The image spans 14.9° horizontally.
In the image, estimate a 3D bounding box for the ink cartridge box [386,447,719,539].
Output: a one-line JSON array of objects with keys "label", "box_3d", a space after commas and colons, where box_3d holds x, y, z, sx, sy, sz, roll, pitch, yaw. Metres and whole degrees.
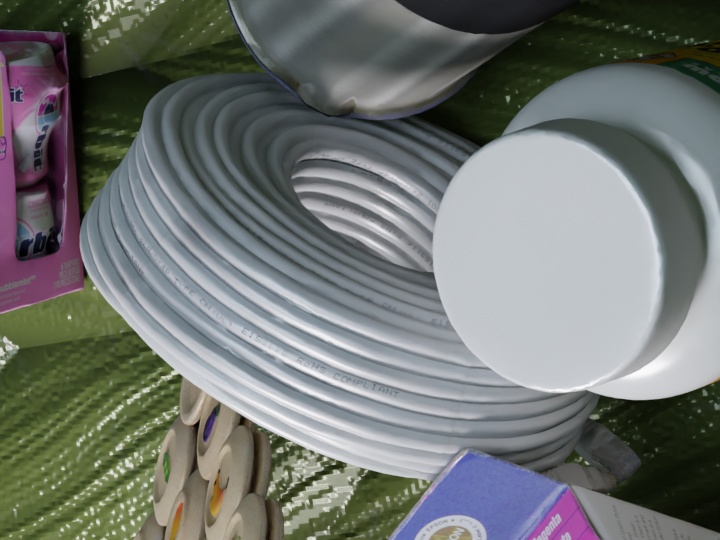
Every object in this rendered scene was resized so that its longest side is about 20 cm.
[{"label": "ink cartridge box", "box_3d": [0.070, 0.169, 1.014, 0.197, 0.199, 0.043, -54, 33, 29]}]

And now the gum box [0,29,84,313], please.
[{"label": "gum box", "box_3d": [-0.213, -0.047, 1.218, 0.199, 0.066, 0.114, 4, 103, 32]}]

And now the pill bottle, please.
[{"label": "pill bottle", "box_3d": [0.109, -0.019, 0.937, 0.112, 0.200, 0.113, 7, 103, 32]}]

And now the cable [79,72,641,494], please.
[{"label": "cable", "box_3d": [0.000, 0.000, 1.011, 0.200, 0.199, 0.069, 51, 124, 42]}]

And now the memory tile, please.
[{"label": "memory tile", "box_3d": [-0.067, 0.117, 1.103, 0.017, 0.200, 0.154, 14, 114, -14]}]

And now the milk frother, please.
[{"label": "milk frother", "box_3d": [0.082, -0.129, 0.983, 0.200, 0.181, 0.188, 38, 159, -10]}]
